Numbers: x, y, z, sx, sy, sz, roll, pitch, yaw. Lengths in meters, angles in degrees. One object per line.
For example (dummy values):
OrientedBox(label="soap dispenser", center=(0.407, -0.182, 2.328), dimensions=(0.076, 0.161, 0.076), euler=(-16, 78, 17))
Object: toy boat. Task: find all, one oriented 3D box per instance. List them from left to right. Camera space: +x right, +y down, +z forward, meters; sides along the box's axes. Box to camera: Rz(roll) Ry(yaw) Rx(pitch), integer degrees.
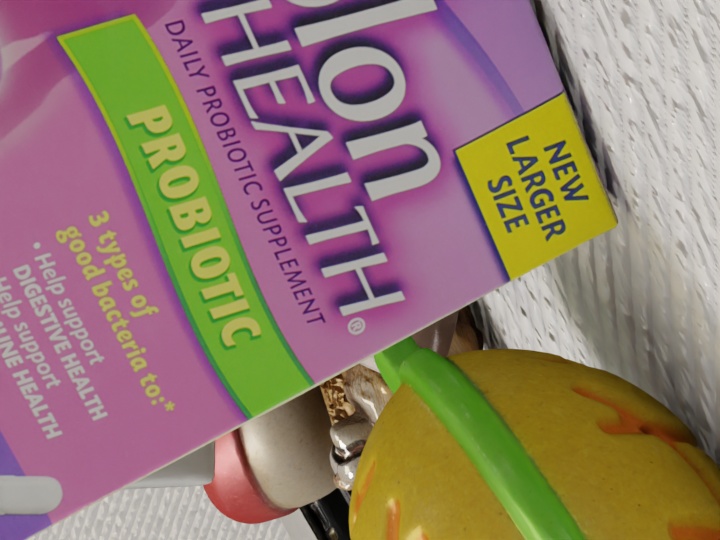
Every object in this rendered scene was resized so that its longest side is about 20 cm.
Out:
OrientedBox(label="toy boat", center=(-0.081, 0.026, 1.356), dimensions=(0.200, 0.131, 0.131), euler=(68, -157, 1))

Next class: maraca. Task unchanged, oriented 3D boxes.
OrientedBox(label="maraca", center=(0.047, 0.076, 0.819), dimensions=(0.137, 0.107, 0.200), euler=(63, 174, -25))

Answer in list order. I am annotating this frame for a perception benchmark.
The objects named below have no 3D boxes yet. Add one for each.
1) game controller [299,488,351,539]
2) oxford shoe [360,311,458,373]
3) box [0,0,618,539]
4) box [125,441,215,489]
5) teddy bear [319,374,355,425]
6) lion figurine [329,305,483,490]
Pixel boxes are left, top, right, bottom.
OrientedBox(label="game controller", center=(0.013, 0.124, 1.423), dimensions=(0.042, 0.104, 0.200), euler=(-54, 54, 33))
OrientedBox(label="oxford shoe", center=(-0.047, -0.004, 1.020), dimensions=(0.200, 0.071, 0.073), euler=(14, 111, 45))
OrientedBox(label="box", center=(-0.064, -0.052, 0.736), dimensions=(0.176, 0.200, 0.097), euler=(66, 172, -28))
OrientedBox(label="box", center=(-0.168, -0.008, 1.195), dimensions=(0.199, 0.171, 0.200), euler=(175, 92, -71))
OrientedBox(label="teddy bear", center=(0.020, 0.062, 1.238), dimensions=(0.200, 0.067, 0.145), euler=(-115, 5, -82))
OrientedBox(label="lion figurine", center=(0.000, 0.000, 1.123), dimensions=(0.123, 0.072, 0.200), euler=(57, -169, -29))
